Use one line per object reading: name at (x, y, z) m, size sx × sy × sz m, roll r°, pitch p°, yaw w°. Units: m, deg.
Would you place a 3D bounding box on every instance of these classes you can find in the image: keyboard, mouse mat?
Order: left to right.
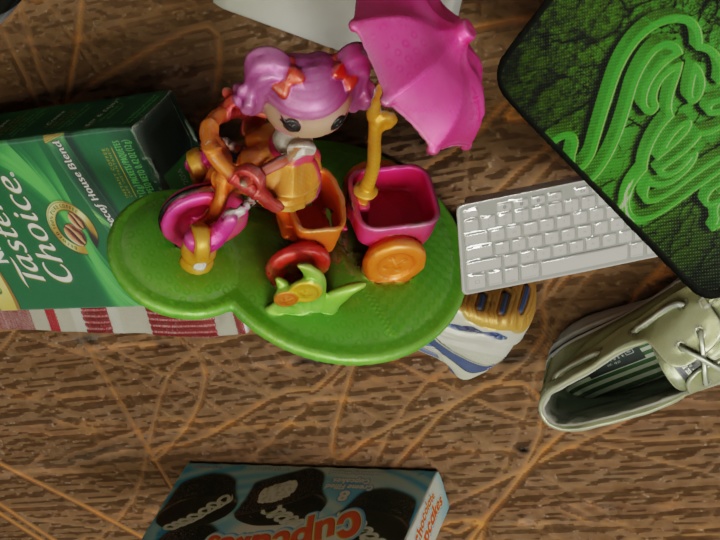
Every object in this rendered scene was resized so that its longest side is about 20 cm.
keyboard at (0.145, -0.029, 0.802) m, size 0.197 × 0.011 × 0.057 m, roll -11°, pitch 123°, yaw -5°
mouse mat at (0.166, -0.107, 0.727) m, size 0.161 × 0.007 × 0.201 m, roll 47°, pitch 122°, yaw 17°

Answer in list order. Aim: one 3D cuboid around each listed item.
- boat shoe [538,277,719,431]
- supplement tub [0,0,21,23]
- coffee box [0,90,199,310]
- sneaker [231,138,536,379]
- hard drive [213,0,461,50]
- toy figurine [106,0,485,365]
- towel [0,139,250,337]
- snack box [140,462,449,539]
boat shoe at (0.181, 0.041, 0.872) m, size 0.199 × 0.062 × 0.072 m, roll -30°, pitch 110°, yaw 39°
supplement tub at (-0.184, -0.216, 0.803) m, size 0.122 × 0.123 × 0.199 m, roll 43°, pitch 132°, yaw -12°
coffee box at (-0.165, -0.036, 0.946) m, size 0.198 × 0.044 × 0.124 m, roll -1°, pitch 125°, yaw 38°
sneaker at (0.000, 0.000, 0.922) m, size 0.199 × 0.076 × 0.089 m, roll 31°, pitch 142°, yaw 6°
hard drive at (-0.001, -0.200, 0.791) m, size 0.130 × 0.027 × 0.202 m, roll 21°, pitch 132°, yaw 9°
toy figurine at (-0.018, -0.066, 0.791) m, size 0.197 × 0.152 × 0.185 m, roll -1°, pitch 143°, yaw -17°
towel at (-0.171, -0.023, 1.023) m, size 0.197 × 0.023 × 0.145 m, roll 2°, pitch 125°, yaw 23°
snack box at (-0.051, 0.181, 1.064) m, size 0.198 × 0.117 × 0.037 m, roll -2°, pitch 126°, yaw 27°
